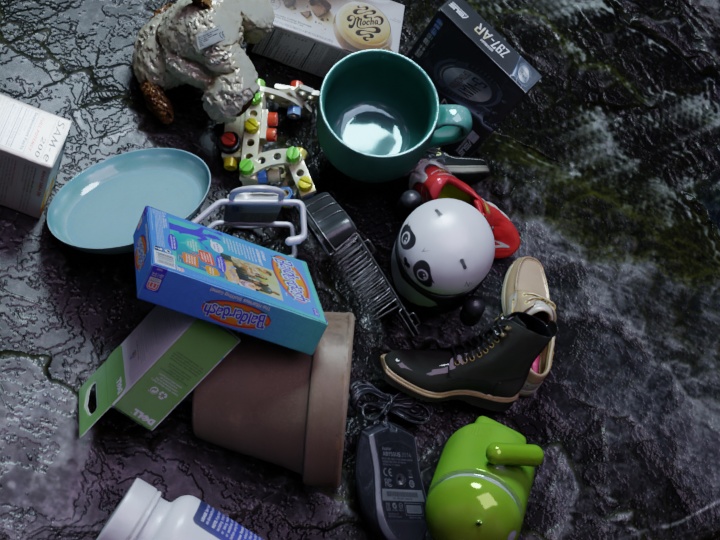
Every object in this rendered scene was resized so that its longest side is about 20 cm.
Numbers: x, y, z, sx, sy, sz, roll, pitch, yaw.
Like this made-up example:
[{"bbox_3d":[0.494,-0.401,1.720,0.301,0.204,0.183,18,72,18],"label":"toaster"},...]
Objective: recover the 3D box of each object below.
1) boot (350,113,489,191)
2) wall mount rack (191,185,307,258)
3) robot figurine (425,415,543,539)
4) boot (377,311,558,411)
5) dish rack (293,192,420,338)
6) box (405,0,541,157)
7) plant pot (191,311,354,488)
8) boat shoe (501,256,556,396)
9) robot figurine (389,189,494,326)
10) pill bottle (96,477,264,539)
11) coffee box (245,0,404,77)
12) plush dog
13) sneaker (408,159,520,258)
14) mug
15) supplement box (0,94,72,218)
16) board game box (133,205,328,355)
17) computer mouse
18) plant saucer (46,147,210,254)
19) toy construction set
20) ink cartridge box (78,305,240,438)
[{"bbox_3d":[0.075,-0.190,1.585,0.202,0.073,0.155,-2,72,-19],"label":"boot"},{"bbox_3d":[-0.156,-0.045,1.371,0.173,0.200,0.075,-1,79,-9],"label":"wall mount rack"},{"bbox_3d":[0.142,0.261,1.363,0.115,0.176,0.200,28,32,2],"label":"robot figurine"},{"bbox_3d":[0.134,0.095,1.429,0.199,0.139,0.078,10,37,-28],"label":"boot"},{"bbox_3d":[0.000,0.000,1.414,0.054,0.153,0.200,-33,112,-1],"label":"dish rack"},{"bbox_3d":[0.136,-0.257,1.573,0.160,0.200,0.044,45,58,1],"label":"box"},{"bbox_3d":[-0.099,0.141,1.312,0.173,0.200,0.201,6,63,-1],"label":"plant pot"},{"bbox_3d":[0.233,0.066,1.539,0.073,0.069,0.201,12,63,-17],"label":"boat shoe"},{"bbox_3d":[0.099,-0.014,1.442,0.149,0.200,0.125,21,76,1],"label":"robot figurine"},{"bbox_3d":[-0.179,0.312,1.225,0.199,0.120,0.120,34,58,-5],"label":"pill bottle"},{"bbox_3d":[-0.048,-0.339,1.604,0.199,0.080,0.114,17,62,-15],"label":"coffee box"},{"bbox_3d":[-0.223,-0.286,1.459,0.160,0.171,0.201,36,49,-41],"label":"plush dog"},{"bbox_3d":[0.145,-0.068,1.527,0.200,0.085,0.077,33,94,-31],"label":"sneaker"},{"bbox_3d":[0.031,-0.181,1.477,0.185,0.114,0.152,36,71,6],"label":"mug"},{"bbox_3d":[-0.446,-0.151,1.325,0.199,0.126,0.074,21,59,-13],"label":"supplement box"},{"bbox_3d":[-0.143,0.009,1.239,0.199,0.045,0.152,20,20,-20],"label":"board game box"},{"bbox_3d":[0.034,0.240,1.384,0.138,0.053,0.201,18,57,-40],"label":"computer mouse"},{"bbox_3d":[-0.272,-0.079,1.365,0.199,0.028,0.201,-7,39,6],"label":"plant saucer"},{"bbox_3d":[-0.114,-0.178,1.496,0.130,0.092,0.201,2,55,5],"label":"toy construction set"},{"bbox_3d":[-0.225,0.104,1.267,0.059,0.200,0.104,39,12,-29],"label":"ink cartridge box"}]
